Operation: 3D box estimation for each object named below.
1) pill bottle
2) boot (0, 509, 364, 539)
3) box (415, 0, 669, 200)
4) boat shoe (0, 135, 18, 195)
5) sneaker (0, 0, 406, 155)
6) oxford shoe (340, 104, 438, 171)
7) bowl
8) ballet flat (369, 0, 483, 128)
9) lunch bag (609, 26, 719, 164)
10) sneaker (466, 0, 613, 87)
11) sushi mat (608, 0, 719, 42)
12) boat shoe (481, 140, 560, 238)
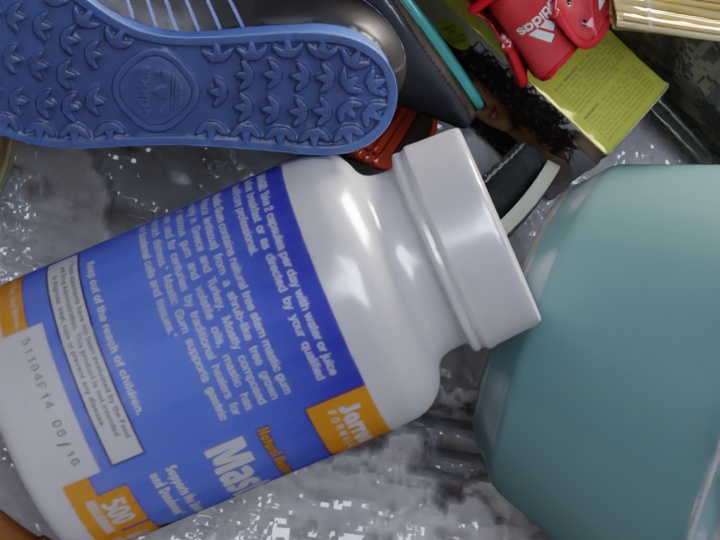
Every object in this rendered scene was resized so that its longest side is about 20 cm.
[{"bbox_3d":[-0.038,0.022,1.050,0.200,0.112,0.112,-23,83,4],"label":"pill bottle"},{"bbox_3d":[-0.091,0.144,1.092,0.155,0.074,0.200,42,67,2],"label":"boot"},{"bbox_3d":[0.037,-0.123,1.192,0.200,0.075,0.050,44,67,0],"label":"box"},{"bbox_3d":[-0.168,-0.085,1.090,0.074,0.066,0.200,21,101,11],"label":"boat shoe"},{"bbox_3d":[-0.082,-0.087,1.050,0.200,0.078,0.070,10,112,-2],"label":"sneaker"},{"bbox_3d":[-0.053,-0.109,1.168,0.200,0.073,0.071,39,67,-14],"label":"oxford shoe"},{"bbox_3d":[0.115,0.036,1.128,0.105,0.201,0.201,20,70,12],"label":"bowl"},{"bbox_3d":[-0.028,-0.130,1.111,0.073,0.073,0.200,-37,103,-21],"label":"ballet flat"},{"bbox_3d":[0.226,-0.098,1.217,0.200,0.118,0.164,46,66,-7],"label":"lunch bag"},{"bbox_3d":[0.051,-0.131,1.079,0.200,0.078,0.116,-23,85,-59],"label":"sneaker"},{"bbox_3d":[0.192,-0.132,1.145,0.200,0.012,0.096,7,73,-17],"label":"sushi mat"},{"bbox_3d":[0.000,0.000,1.151,0.200,0.072,0.068,-36,88,-17],"label":"boat shoe"}]
